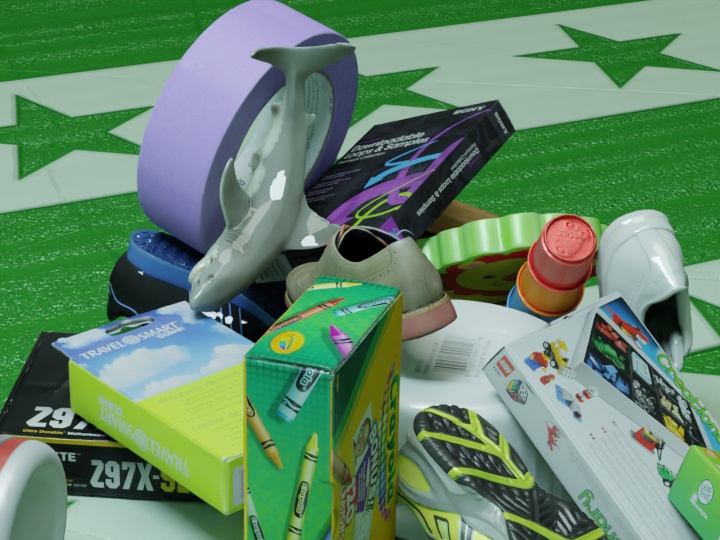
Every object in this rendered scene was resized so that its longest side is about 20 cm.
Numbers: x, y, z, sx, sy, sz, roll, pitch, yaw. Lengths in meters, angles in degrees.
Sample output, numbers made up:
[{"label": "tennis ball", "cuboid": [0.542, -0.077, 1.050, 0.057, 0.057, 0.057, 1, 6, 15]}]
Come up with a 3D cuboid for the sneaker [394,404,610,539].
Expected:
[{"label": "sneaker", "cuboid": [0.095, 0.174, 1.109, 0.075, 0.076, 0.200, -11, 50, -40]}]

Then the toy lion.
[{"label": "toy lion", "cuboid": [0.089, -0.002, 1.385, 0.200, 0.069, 0.192, -3, -15, -10]}]

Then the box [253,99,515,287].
[{"label": "box", "cuboid": [0.015, -0.061, 1.397, 0.143, 0.036, 0.200, -7, 29, 44]}]

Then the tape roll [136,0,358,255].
[{"label": "tape roll", "cuboid": [-0.085, -0.107, 1.386, 0.066, 0.200, 0.200, 30, 34, 21]}]

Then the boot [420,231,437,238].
[{"label": "boot", "cuboid": [0.002, -0.029, 1.569, 0.200, 0.070, 0.146, 13, 13, -4]}]

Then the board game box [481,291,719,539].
[{"label": "board game box", "cuboid": [0.183, 0.117, 1.163, 0.126, 0.035, 0.200, -21, 70, -42]}]

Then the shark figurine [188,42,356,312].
[{"label": "shark figurine", "cuboid": [-0.049, -0.063, 1.305, 0.089, 0.215, 0.128, 21, 2, 14]}]

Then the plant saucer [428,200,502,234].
[{"label": "plant saucer", "cuboid": [0.059, -0.053, 1.559, 0.200, 0.032, 0.200, 19, 3, -1]}]

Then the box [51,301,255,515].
[{"label": "box", "cuboid": [-0.105, 0.088, 1.202, 0.122, 0.048, 0.200, -18, 31, -38]}]

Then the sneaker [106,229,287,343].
[{"label": "sneaker", "cuboid": [-0.105, 0.042, 1.405, 0.200, 0.078, 0.070, 27, 24, 2]}]

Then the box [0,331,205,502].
[{"label": "box", "cuboid": [-0.149, 0.103, 1.280, 0.200, 0.049, 0.160, 4, 26, 3]}]

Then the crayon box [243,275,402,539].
[{"label": "crayon box", "cuboid": [-0.022, 0.119, 1.073, 0.058, 0.200, 0.119, 9, 26, 18]}]

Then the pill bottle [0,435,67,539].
[{"label": "pill bottle", "cuboid": [-0.290, 0.149, 1.086, 0.200, 0.116, 0.116, 6, 25, 10]}]

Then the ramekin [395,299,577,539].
[{"label": "ramekin", "cuboid": [0.065, 0.098, 1.250, 0.200, 0.098, 0.201, 2, 25, -1]}]

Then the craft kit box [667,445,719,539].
[{"label": "craft kit box", "cuboid": [0.314, 0.186, 1.073, 0.197, 0.049, 0.200, 17, 18, -24]}]

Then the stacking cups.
[{"label": "stacking cups", "cuboid": [0.135, 0.024, 1.314, 0.060, 0.200, 0.061, 1, 67, -2]}]

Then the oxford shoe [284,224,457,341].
[{"label": "oxford shoe", "cuboid": [0.000, 0.000, 1.239, 0.070, 0.075, 0.200, -24, 14, -27]}]

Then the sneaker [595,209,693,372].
[{"label": "sneaker", "cuboid": [0.205, 0.055, 1.269, 0.075, 0.200, 0.089, -19, 48, -7]}]
